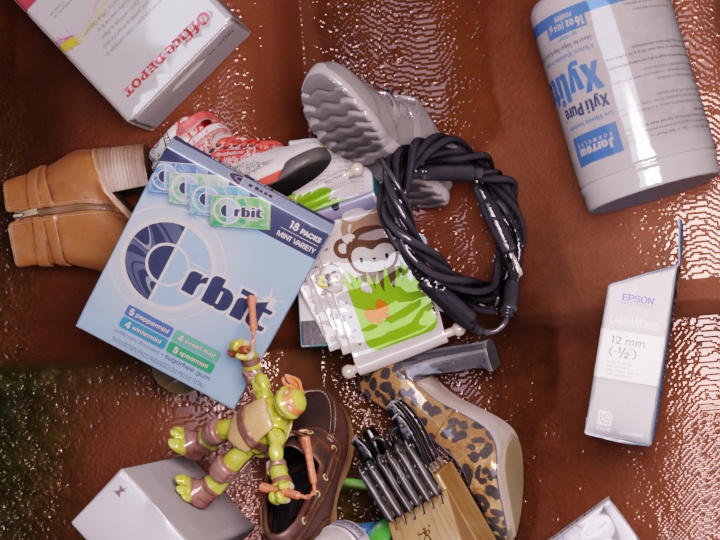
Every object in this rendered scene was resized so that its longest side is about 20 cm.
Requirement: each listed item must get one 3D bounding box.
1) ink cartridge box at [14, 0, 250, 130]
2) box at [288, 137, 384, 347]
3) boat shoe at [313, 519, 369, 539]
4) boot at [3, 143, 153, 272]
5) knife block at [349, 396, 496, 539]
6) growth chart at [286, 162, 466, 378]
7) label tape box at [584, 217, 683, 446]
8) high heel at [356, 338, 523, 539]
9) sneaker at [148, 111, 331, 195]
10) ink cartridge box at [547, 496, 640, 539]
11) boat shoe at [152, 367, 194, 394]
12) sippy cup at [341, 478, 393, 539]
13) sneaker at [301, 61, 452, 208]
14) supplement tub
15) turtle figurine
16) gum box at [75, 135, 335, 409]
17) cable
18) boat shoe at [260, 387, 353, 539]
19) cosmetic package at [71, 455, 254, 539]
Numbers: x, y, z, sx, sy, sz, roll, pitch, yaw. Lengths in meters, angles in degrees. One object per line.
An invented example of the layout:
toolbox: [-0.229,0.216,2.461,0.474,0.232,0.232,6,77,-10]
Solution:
ink cartridge box: [-0.230,-0.258,1.731,0.146,0.083,0.200,-44,81,5]
box: [-0.019,-0.028,1.697,0.082,0.049,0.200,-4,86,10]
boat shoe: [-0.042,0.319,1.551,0.071,0.070,0.200,25,114,26]
boot: [-0.268,-0.020,1.734,0.154,0.074,0.200,-13,73,8]
knife block: [0.069,0.219,1.616,0.064,0.200,0.176,-30,42,14]
growth chart: [0.000,0.000,1.648,0.145,0.018,0.200,-30,91,12]
label tape box: [0.250,0.054,1.595,0.066,0.143,0.200,7,89,10]
high heel: [0.076,0.170,1.671,0.142,0.071,0.200,-11,90,24]
sneaker: [-0.123,-0.111,1.684,0.201,0.067,0.108,-26,78,36]
ink cartridge box: [0.211,0.348,1.639,0.198,0.043,0.200,-37,83,6]
boat shoe: [-0.135,0.026,1.707,0.072,0.066,0.201,32,97,-9]
sippy cup: [-0.023,0.295,1.647,0.130,0.178,0.140,1,130,21]
sneaker: [0.018,-0.139,1.644,0.075,0.200,0.082,-5,57,39]
supplement tub: [0.242,-0.165,1.615,0.132,0.132,0.200,-17,83,9]
turtle figurine: [-0.103,0.137,1.601,0.161,0.064,0.200,-34,64,30]
gum box: [-0.144,0.004,1.631,0.170,0.045,0.200,29,108,-4]
cable: [0.090,-0.048,1.613,0.051,0.200,0.163,-12,45,46]
boat shoe: [-0.052,0.183,1.631,0.070,0.070,0.200,-16,43,19]
cosmetic package: [-0.179,0.236,1.636,0.071,0.200,0.101,-45,79,6]
